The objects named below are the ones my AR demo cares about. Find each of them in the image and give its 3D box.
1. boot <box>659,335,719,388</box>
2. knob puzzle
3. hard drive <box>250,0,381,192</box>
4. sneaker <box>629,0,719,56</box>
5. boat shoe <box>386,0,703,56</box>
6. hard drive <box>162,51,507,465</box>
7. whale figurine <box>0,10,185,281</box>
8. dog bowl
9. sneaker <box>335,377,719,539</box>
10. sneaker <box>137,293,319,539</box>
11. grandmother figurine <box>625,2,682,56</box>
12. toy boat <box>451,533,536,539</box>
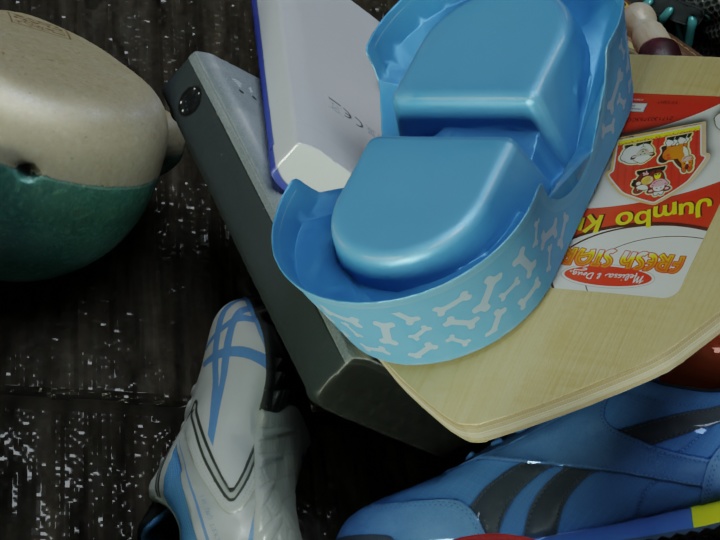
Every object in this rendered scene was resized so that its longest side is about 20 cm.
[{"bbox_3d":[0.123,-0.023,1.199,0.075,0.108,0.200,-12,47,-28],"label":"boot"},{"bbox_3d":[0.083,-0.006,1.041,0.218,0.031,0.220,-15,41,14],"label":"knob puzzle"},{"bbox_3d":[0.009,-0.062,1.201,0.132,0.025,0.200,35,21,-22],"label":"hard drive"},{"bbox_3d":[0.147,-0.134,1.366,0.091,0.078,0.200,-17,39,-22],"label":"sneaker"},{"bbox_3d":[0.112,-0.116,1.296,0.199,0.072,0.068,27,54,-8],"label":"boat shoe"},{"bbox_3d":[0.000,0.000,1.145,0.139,0.033,0.200,25,27,-42],"label":"hard drive"},{"bbox_3d":[-0.160,-0.061,1.197,0.158,0.104,0.200,15,15,-16],"label":"whale figurine"},{"bbox_3d":[0.043,-0.045,1.043,0.111,0.050,0.200,2,47,31],"label":"dog bowl"},{"bbox_3d":[0.085,0.080,1.054,0.199,0.066,0.079,-11,72,10],"label":"sneaker"},{"bbox_3d":[-0.056,0.078,1.070,0.072,0.072,0.200,-15,33,9],"label":"sneaker"},{"bbox_3d":[0.097,-0.061,1.150,0.200,0.122,0.060,33,10,38],"label":"grandmother figurine"},{"bbox_3d":[0.085,0.163,0.866,0.200,0.131,0.131,37,57,15],"label":"toy boat"}]
